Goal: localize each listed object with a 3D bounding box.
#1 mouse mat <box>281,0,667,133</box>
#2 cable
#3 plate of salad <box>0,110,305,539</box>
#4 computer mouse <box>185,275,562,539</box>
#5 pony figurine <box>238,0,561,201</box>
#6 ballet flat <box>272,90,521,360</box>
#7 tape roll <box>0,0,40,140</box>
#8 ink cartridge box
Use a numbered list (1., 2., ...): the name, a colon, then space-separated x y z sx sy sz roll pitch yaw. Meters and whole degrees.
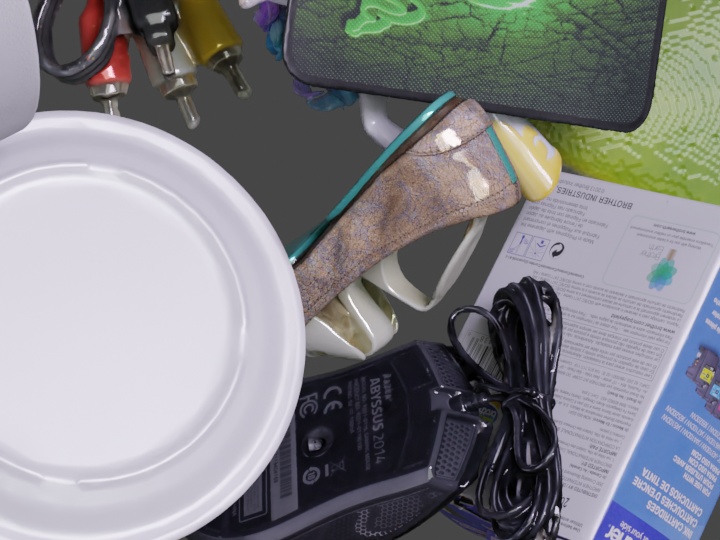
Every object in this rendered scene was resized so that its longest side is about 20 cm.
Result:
1. mouse mat: 0.060 -0.151 1.066 0.199 0.008 0.162 6 94 -30
2. cable: -0.118 -0.162 1.155 0.096 0.050 0.202 -14 75 1
3. plate of salad: -0.123 0.028 1.040 0.198 0.048 0.202 5 70 -13
4. computer mouse: 0.008 0.090 1.104 0.199 0.053 0.139 -16 50 22
5. pony figurine: 0.015 -0.146 1.113 0.200 0.166 0.194 38 45 -32
6. ballet flat: 0.000 0.000 1.084 0.067 0.200 0.068 48 42 -1
7. tape roll: -0.237 -0.119 0.978 0.139 0.203 0.204 -27 91 -22
8. ink cartridge box: 0.104 0.064 1.116 0.076 0.136 0.201 37 76 -39
